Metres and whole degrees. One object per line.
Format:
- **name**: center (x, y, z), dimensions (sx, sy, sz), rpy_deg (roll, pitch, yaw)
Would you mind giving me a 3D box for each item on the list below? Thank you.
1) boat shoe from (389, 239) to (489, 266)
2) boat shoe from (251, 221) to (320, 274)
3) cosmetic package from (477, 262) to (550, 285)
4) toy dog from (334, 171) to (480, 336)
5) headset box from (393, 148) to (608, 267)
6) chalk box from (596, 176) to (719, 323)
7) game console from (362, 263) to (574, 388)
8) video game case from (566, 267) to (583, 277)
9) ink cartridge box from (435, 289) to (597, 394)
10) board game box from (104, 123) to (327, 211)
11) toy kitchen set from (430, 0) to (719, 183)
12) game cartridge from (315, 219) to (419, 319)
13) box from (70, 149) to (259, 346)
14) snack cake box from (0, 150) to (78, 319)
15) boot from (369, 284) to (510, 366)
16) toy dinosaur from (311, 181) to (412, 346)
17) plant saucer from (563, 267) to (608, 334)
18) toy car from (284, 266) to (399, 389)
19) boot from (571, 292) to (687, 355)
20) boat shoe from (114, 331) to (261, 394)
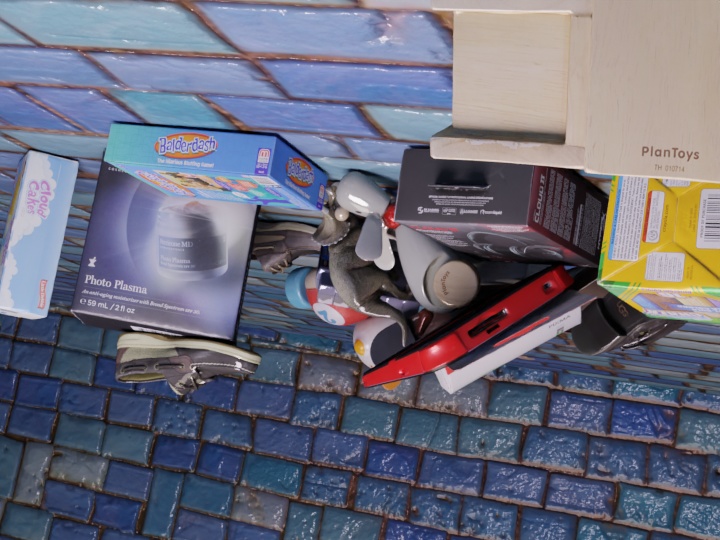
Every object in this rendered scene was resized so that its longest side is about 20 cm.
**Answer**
- **boat shoe**: center (0.093, -0.041, 1.354), dimensions (0.064, 0.076, 0.200), rpy_deg (9, 178, -40)
- **boat shoe**: center (-0.121, -0.030, 1.651), dimensions (0.197, 0.075, 0.074), rpy_deg (7, 171, 21)
- **cosmetic package**: center (0.170, -0.021, 1.350), dimensions (0.050, 0.084, 0.199), rpy_deg (10, 173, -21)
- **toy dog**: center (0.044, -0.009, 1.245), dimensions (0.200, 0.097, 0.132), rpy_deg (42, -174, 29)
- **headset box**: center (0.137, -0.062, 1.127), dimensions (0.147, 0.079, 0.199), rpy_deg (4, 171, 34)
- **chalk box**: center (0.307, -0.022, 1.032), dimensions (0.122, 0.127, 0.199), rpy_deg (4, 169, 30)
- **game console**: center (0.111, 0.060, 1.178), dimensions (0.198, 0.031, 0.177), rpy_deg (-29, 177, -28)
- **video game case**: center (0.206, 0.031, 1.455), dimensions (0.180, 0.024, 0.200), rpy_deg (-20, 177, 22)
- **ink cartridge box**: center (0.157, 0.075, 1.176), dimensions (0.159, 0.051, 0.200), rpy_deg (-28, -175, -3)
- **board game box**: center (-0.154, -0.111, 1.248), dimensions (0.197, 0.046, 0.152), rpy_deg (6, 171, 20)
- **toy kitchen set**: center (0.152, -0.144, 0.550), dimensions (0.197, 0.166, 0.180), rpy_deg (7, -161, 21)
- **game cartridge**: center (0.011, -0.009, 1.437), dimensions (0.127, 0.039, 0.201), rpy_deg (14, -153, -5)
- **box**: center (-0.232, -0.022, 1.399), dimensions (0.196, 0.202, 0.123), rpy_deg (10, 168, -4)
- **snack cake box**: center (-0.422, -0.043, 1.478), dimensions (0.066, 0.204, 0.115), rpy_deg (13, 171, -21)
- **boot**: center (0.110, 0.069, 1.355), dimensions (0.197, 0.076, 0.097), rpy_deg (-19, 168, 8)
- **toy dinosaur**: center (0.000, 0.000, 1.327), dimensions (0.101, 0.203, 0.077), rpy_deg (-10, 168, -23)
- **plant saucer**: center (0.309, 0.013, 1.324), dimensions (0.197, 0.033, 0.201), rpy_deg (-17, 156, -8)
- **toy car**: center (0.016, 0.077, 1.638), dimensions (0.175, 0.204, 0.183), rpy_deg (-17, -175, -39)
- **boot**: center (0.340, 0.036, 1.297), dimensions (0.199, 0.070, 0.173), rpy_deg (-35, 159, 32)
- **boat shoe**: center (-0.209, 0.116, 1.370), dimensions (0.198, 0.067, 0.072), rpy_deg (4, 167, 25)
